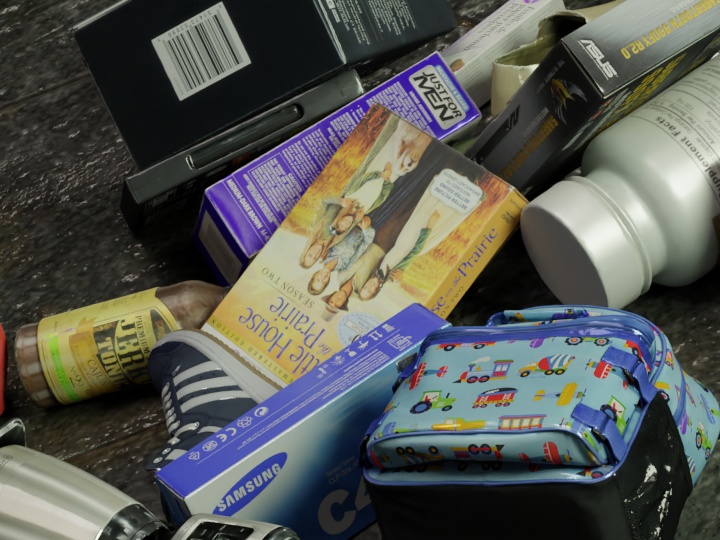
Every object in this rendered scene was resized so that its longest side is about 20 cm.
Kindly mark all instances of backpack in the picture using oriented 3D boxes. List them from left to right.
[{"bbox_3d":[0.111,0.087,1.555,0.182,0.135,0.200,-1,33,30],"label":"backpack"}]

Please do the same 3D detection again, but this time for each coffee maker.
[{"bbox_3d":[-0.130,0.194,1.529,0.199,0.192,0.135,19,68,20],"label":"coffee maker"}]

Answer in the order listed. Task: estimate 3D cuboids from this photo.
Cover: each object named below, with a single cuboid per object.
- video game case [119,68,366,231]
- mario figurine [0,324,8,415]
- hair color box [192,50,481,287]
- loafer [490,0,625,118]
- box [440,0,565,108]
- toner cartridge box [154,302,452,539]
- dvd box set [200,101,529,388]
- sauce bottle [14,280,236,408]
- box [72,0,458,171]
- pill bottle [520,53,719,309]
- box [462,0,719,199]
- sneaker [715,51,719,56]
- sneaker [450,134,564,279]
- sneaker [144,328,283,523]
[{"bbox_3d":[-0.090,-0.086,1.965,0.180,0.026,0.200,-26,-2,-7],"label":"video game case"},{"bbox_3d":[-0.333,0.089,1.855,0.200,0.106,0.123,-41,69,-16],"label":"mario figurine"},{"bbox_3d":[-0.018,-0.066,1.897,0.200,0.065,0.109,-30,-10,-16],"label":"hair color box"},{"bbox_3d":[0.173,-0.166,1.977,0.200,0.068,0.076,-38,34,-26],"label":"loafer"},{"bbox_3d":[0.079,-0.147,2.036,0.200,0.042,0.039,-39,34,-26],"label":"box"},{"bbox_3d":[-0.020,0.113,1.634,0.200,0.095,0.043,-33,32,-18],"label":"toner cartridge box"},{"bbox_3d":[0.000,0.000,1.759,0.200,0.029,0.146,-52,49,-3],"label":"dvd box set"},{"bbox_3d":[-0.138,0.042,1.850,0.199,0.065,0.065,-17,31,12],"label":"sauce bottle"},{"bbox_3d":[-0.068,-0.180,1.988,0.200,0.124,0.196,-25,1,30],"label":"box"},{"bbox_3d":[0.207,-0.055,1.735,0.200,0.115,0.114,-33,32,-19],"label":"pill bottle"},{"bbox_3d":[0.159,-0.119,1.753,0.158,0.048,0.200,-31,-9,-30],"label":"box"},{"bbox_3d":[0.258,-0.192,1.887,0.080,0.147,0.200,13,45,45],"label":"sneaker"},{"bbox_3d":[0.052,-0.031,1.856,0.200,0.067,0.090,-41,21,-22],"label":"sneaker"},{"bbox_3d":[-0.108,0.107,1.724,0.108,0.070,0.200,-33,35,-22],"label":"sneaker"}]
